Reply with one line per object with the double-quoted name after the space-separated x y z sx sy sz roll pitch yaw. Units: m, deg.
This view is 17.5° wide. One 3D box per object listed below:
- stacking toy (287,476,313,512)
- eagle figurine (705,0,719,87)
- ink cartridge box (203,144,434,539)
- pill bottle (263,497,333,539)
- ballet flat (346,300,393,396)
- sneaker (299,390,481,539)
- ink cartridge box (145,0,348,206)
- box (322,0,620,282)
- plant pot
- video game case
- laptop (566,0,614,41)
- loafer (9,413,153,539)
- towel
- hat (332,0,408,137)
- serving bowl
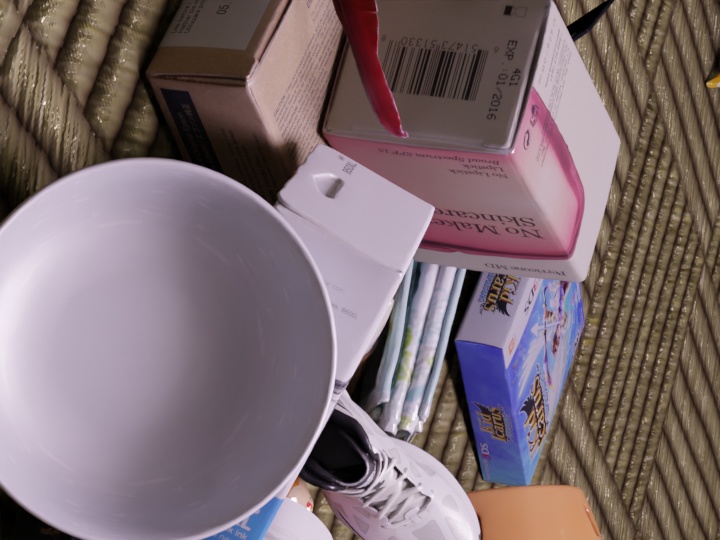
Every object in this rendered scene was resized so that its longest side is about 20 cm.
-0.034 0.221 1.530 0.116 0.110 0.200 -46 134 -56 "stacking toy"
0.443 -0.220 2.538 0.152 0.151 0.200 -76 148 -44 "eagle figurine"
-0.044 0.044 1.345 0.200 0.084 0.145 -62 180 19 "ink cartridge box"
-0.088 0.231 1.392 0.113 0.113 0.200 75 30 -42 "pill bottle"
0.000 0.000 1.580 0.068 0.072 0.200 28 64 -25 "ballet flat"
0.003 0.140 1.496 0.200 0.076 0.115 44 7 -14 "sneaker"
-0.044 -0.133 1.448 0.165 0.075 0.200 69 36 -46 "ink cartridge box"
0.074 -0.084 1.484 0.200 0.128 0.109 52 50 -60 "box"
0.112 0.244 1.801 0.200 0.200 0.140 27 55 -66 "plant pot"
0.137 0.052 1.953 0.200 0.045 0.181 76 31 -50 "video game case"
0.133 -0.102 1.804 0.177 0.103 0.200 -48 140 -71 "laptop"
-0.153 0.133 1.278 0.070 0.068 0.201 66 40 -67 "loafer"
0.034 0.038 1.651 0.171 0.048 0.200 114 -9 -71 "towel"
-0.058 -0.204 1.352 0.165 0.200 0.176 -4 135 -27 "hat"
-0.116 0.042 1.224 0.066 0.200 0.201 176 -78 -77 "serving bowl"
